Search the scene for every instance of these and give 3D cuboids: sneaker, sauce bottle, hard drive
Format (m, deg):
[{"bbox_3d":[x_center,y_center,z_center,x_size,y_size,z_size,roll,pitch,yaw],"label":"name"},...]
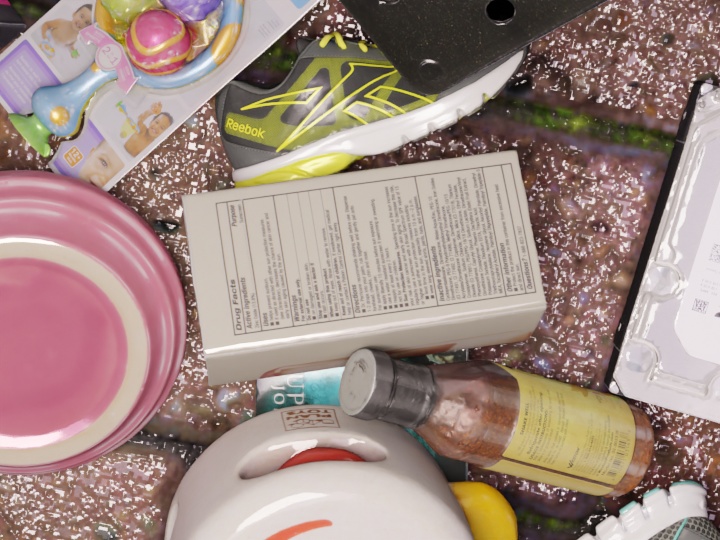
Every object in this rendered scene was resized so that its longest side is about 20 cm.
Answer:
[{"bbox_3d":[0.003,-0.111,1.130,0.200,0.074,0.085,-24,96,3],"label":"sneaker"},{"bbox_3d":[0.082,0.087,1.125,0.200,0.066,0.066,18,98,-30],"label":"sauce bottle"},{"bbox_3d":[0.145,0.215,1.159,0.200,0.078,0.091,-35,69,6],"label":"sneaker"},{"bbox_3d":[0.244,-0.003,1.164,0.140,0.038,0.200,17,98,-2],"label":"hard drive"}]

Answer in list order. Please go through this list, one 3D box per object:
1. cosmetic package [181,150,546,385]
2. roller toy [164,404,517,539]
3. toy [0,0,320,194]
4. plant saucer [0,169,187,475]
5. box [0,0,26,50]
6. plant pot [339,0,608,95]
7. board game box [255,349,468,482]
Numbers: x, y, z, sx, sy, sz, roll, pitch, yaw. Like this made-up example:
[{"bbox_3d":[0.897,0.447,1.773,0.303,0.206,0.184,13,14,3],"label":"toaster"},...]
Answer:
[{"bbox_3d":[0.000,0.000,1.115,0.200,0.087,0.104,-7,74,-5],"label":"cosmetic package"},{"bbox_3d":[-0.022,0.175,1.107,0.182,0.140,0.200,40,98,-16],"label":"roller toy"},{"bbox_3d":[-0.131,-0.144,1.123,0.200,0.047,0.115,-42,75,10],"label":"toy"},{"bbox_3d":[-0.203,0.041,1.134,0.200,0.051,0.201,-3,114,-7],"label":"plant saucer"},{"bbox_3d":[-0.311,-0.119,1.105,0.200,0.122,0.106,-40,95,5],"label":"box"},{"bbox_3d":[0.058,-0.215,1.005,0.200,0.178,0.200,-27,122,26],"label":"plant pot"},{"bbox_3d":[0.001,0.115,1.183,0.135,0.028,0.200,0,98,1],"label":"board game box"}]
